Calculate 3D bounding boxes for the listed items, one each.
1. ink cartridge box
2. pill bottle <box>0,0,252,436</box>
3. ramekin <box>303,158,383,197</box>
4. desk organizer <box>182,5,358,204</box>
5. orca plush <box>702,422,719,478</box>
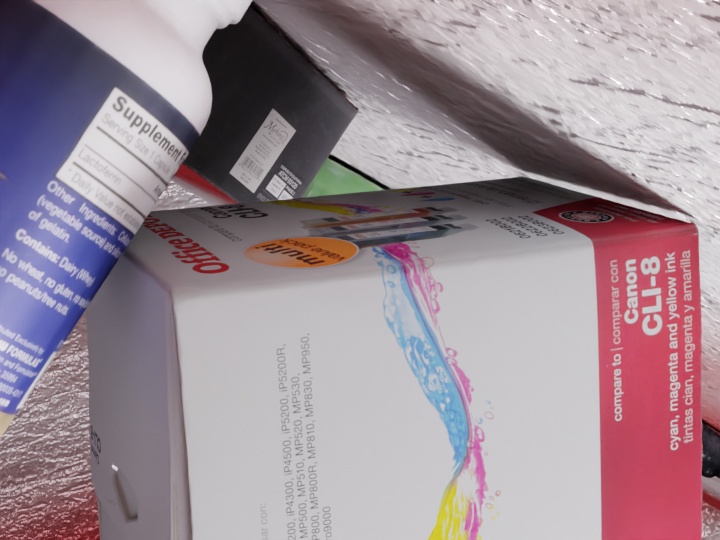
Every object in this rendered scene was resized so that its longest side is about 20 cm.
[{"bbox_3d":[0.006,0.051,0.633,0.199,0.146,0.145,-7,-167,-21],"label":"ink cartridge box"},{"bbox_3d":[-0.121,-0.047,0.563,0.115,0.201,0.116,32,175,3],"label":"pill bottle"},{"bbox_3d":[0.000,0.000,1.177,0.199,0.098,0.200,31,177,2],"label":"ramekin"},{"bbox_3d":[-0.085,-0.094,0.739,0.077,0.072,0.200,33,178,29],"label":"desk organizer"},{"bbox_3d":[0.239,0.142,1.376,0.200,0.071,0.105,32,177,-15],"label":"orca plush"}]
